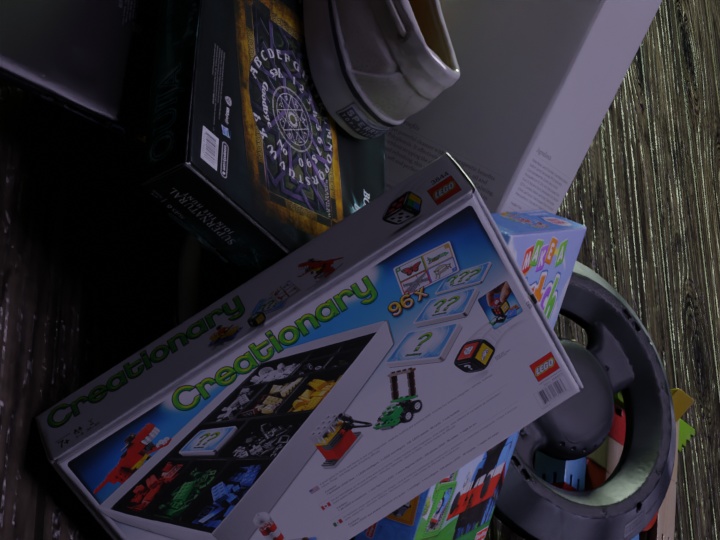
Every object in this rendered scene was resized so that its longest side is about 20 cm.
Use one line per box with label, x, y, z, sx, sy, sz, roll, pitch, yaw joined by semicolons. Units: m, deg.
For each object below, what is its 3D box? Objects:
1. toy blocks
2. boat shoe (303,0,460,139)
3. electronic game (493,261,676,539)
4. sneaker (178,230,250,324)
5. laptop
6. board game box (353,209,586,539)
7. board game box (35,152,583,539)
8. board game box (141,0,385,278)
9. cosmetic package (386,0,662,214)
toy blocks;0.160;0.142;1.361;0.200;0.099;0.138;35;53;-45
boat shoe;0.008;-0.160;0.892;0.071;0.069;0.202;29;45;-48
electronic game;0.128;0.083;1.273;0.199;0.042;0.202;15;63;-32
sneaker;-0.045;-0.028;0.891;0.092;0.075;0.202;81;10;-71
laptop;-0.128;-0.110;0.891;0.199;0.116;0.189;24;49;-28
board game box;0.059;0.068;1.077;0.151;0.036;0.202;-8;116;-68
board game box;-0.017;0.055;0.818;0.127;0.199;0.035;58;0;-39
board game box;-0.036;-0.081;0.861;0.135;0.028;0.201;42;37;-39
cosmetic package;0.083;-0.108;1.152;0.201;0.107;0.085;-62;153;2
